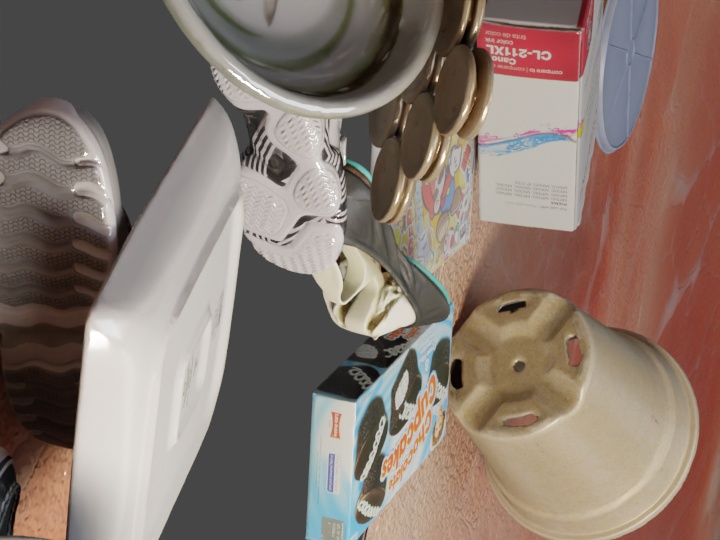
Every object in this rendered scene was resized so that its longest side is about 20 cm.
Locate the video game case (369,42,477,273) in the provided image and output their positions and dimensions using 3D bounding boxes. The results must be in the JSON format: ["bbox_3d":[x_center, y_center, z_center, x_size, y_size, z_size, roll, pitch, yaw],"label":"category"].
[{"bbox_3d":[0.049,-0.090,1.438,0.182,0.023,0.201,-39,136,-61],"label":"video game case"}]

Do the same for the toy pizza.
[{"bbox_3d":[0.250,-0.215,1.909,0.200,0.032,0.201,11,90,-69],"label":"toy pizza"}]

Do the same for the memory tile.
[{"bbox_3d":[0.036,-0.138,1.110,0.153,0.017,0.201,126,-32,-55],"label":"memory tile"}]

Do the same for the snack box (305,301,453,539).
[{"bbox_3d":[0.017,0.107,1.431,0.200,0.037,0.117,-42,139,-60],"label":"snack box"}]

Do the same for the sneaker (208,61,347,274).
[{"bbox_3d":[-0.028,-0.099,1.142,0.115,0.075,0.200,-58,149,-42],"label":"sneaker"}]

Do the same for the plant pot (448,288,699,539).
[{"bbox_3d":[0.164,0.108,1.649,0.183,0.200,0.201,43,59,-54],"label":"plant pot"}]

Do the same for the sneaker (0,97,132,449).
[{"bbox_3d":[-0.139,-0.008,0.916,0.200,0.074,0.082,96,9,-45],"label":"sneaker"}]

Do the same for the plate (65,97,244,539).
[{"bbox_3d":[-0.094,0.048,0.940,0.200,0.032,0.200,-69,171,-54],"label":"plate"}]

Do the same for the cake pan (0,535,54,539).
[{"bbox_3d":[-0.161,0.206,0.831,0.037,0.200,0.201,-159,-103,-65],"label":"cake pan"}]

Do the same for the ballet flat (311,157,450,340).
[{"bbox_3d":[0.000,0.000,1.303,0.069,0.068,0.200,-61,145,-18],"label":"ballet flat"}]

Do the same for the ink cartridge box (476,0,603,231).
[{"bbox_3d":[0.140,-0.152,1.522,0.146,0.083,0.200,-74,166,-45],"label":"ink cartridge box"}]

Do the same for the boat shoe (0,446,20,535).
[{"bbox_3d":[-0.173,0.179,0.880,0.074,0.068,0.200,85,18,-82],"label":"boat shoe"}]

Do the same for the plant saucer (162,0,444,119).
[{"bbox_3d":[-0.045,-0.171,1.017,0.200,0.050,0.201,13,69,-38],"label":"plant saucer"}]
